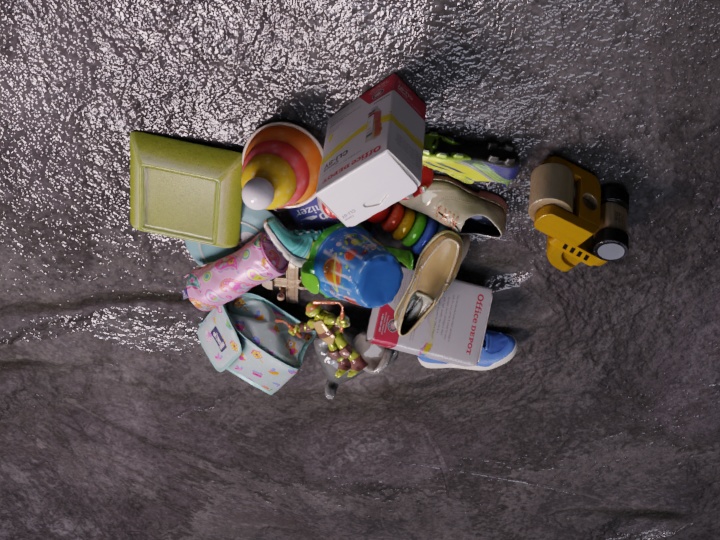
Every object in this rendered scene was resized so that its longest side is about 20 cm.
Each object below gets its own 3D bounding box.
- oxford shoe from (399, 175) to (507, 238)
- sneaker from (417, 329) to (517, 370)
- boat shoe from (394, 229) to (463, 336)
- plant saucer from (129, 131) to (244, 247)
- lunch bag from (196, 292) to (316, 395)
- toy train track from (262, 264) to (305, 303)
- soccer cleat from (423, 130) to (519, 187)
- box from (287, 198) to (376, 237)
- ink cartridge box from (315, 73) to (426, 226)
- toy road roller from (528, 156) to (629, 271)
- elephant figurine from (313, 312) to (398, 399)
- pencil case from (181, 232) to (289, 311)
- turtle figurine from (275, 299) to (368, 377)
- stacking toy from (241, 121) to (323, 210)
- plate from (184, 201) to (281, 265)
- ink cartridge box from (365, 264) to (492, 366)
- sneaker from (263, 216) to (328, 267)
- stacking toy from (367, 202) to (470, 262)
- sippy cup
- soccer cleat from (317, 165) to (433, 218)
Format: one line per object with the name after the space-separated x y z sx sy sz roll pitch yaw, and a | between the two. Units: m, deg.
0.153 -0.105 1.593 0.199 0.074 0.071 11 136 -4 | oxford shoe
0.196 0.134 1.822 0.199 0.077 0.111 -3 144 18 | sneaker
0.117 0.028 1.600 0.071 0.076 0.200 23 114 -1 | boat shoe
-0.304 -0.124 1.622 0.199 0.048 0.200 12 129 1 | plant saucer
-0.211 0.135 1.831 0.200 0.122 0.170 30 147 -11 | lunch bag
-0.088 0.036 1.786 0.199 0.033 0.115 6 135 2 | toy train track
0.157 -0.172 1.535 0.199 0.065 0.084 8 137 -2 | soccer cleat
-0.059 -0.107 1.646 0.121 0.032 0.200 -13 132 18 | box
0.018 -0.184 1.443 0.145 0.200 0.083 -29 125 29 | ink cartridge box
0.343 -0.079 1.571 0.200 0.123 0.146 26 143 -19 | toy road roller
0.021 0.138 1.799 0.199 0.142 0.156 -5 128 16 | elephant figurine
-0.222 0.003 1.688 0.200 0.088 0.087 -25 127 28 | pencil case
-0.061 0.115 1.714 0.200 0.064 0.162 -17 110 47 | turtle figurine
-0.144 -0.142 1.485 0.146 0.200 0.147 5 113 12 | stacking toy
-0.225 -0.044 1.720 0.199 0.026 0.201 5 130 6 | plate
0.124 0.083 1.723 0.199 0.148 0.086 16 171 -10 | ink cartridge box
-0.083 -0.046 1.651 0.200 0.078 0.080 29 113 -31 | sneaker
0.088 -0.073 1.633 0.200 0.086 0.085 29 131 -15 | stacking toy
0.000 0.000 1.592 0.178 0.130 0.140 -46 126 -11 | sippy cup
0.022 -0.136 1.556 0.199 0.085 0.069 -21 107 -13 | soccer cleat
